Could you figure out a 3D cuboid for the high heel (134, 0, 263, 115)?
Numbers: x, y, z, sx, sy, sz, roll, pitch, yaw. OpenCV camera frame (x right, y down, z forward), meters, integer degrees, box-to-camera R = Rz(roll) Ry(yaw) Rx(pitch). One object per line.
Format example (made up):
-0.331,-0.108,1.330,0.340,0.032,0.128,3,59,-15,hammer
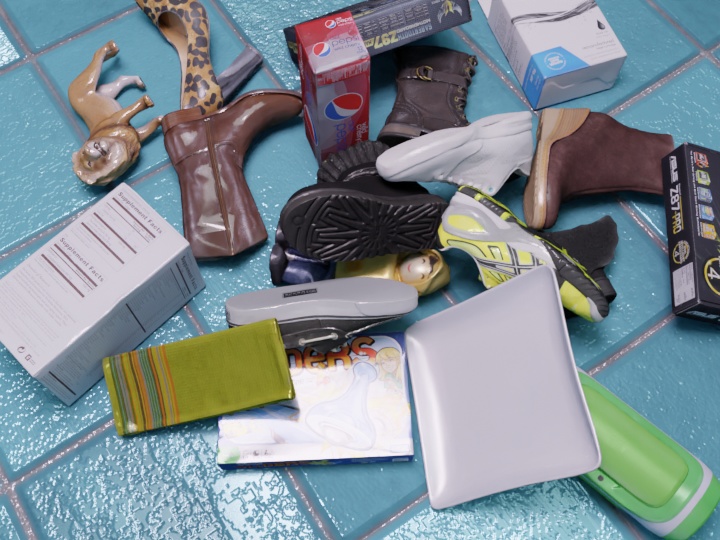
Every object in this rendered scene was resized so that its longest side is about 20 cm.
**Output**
-0.242,-0.278,0.998,0.200,0.071,0.143,34,63,5,high heel

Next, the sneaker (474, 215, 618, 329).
0.207,0.004,0.880,0.200,0.060,0.104,-13,64,-10,sneaker

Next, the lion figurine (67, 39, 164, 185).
-0.318,-0.194,0.972,0.122,0.072,0.200,-34,55,-2,lion figurine

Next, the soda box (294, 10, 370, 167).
-0.029,-0.194,0.891,0.063,0.200,0.070,-18,67,-9,soda box

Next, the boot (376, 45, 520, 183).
0.120,-0.205,0.971,0.200,0.069,0.174,16,61,3,boot

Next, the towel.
-0.168,0.111,0.799,0.200,0.018,0.086,-14,93,14,towel

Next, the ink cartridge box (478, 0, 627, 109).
0.243,-0.320,1.022,0.116,0.068,0.200,-17,66,-8,ink cartridge box

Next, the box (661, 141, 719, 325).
0.422,-0.032,0.878,0.161,0.049,0.200,14,64,-15,box

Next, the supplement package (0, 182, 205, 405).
-0.282,0.025,0.838,0.110,0.114,0.200,41,70,16,supplement package

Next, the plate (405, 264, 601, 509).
0.137,0.120,0.782,0.032,0.200,0.200,15,57,-42,plate

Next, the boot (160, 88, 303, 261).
-0.132,-0.110,0.931,0.186,0.064,0.200,-16,69,-6,boot

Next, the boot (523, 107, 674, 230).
0.282,-0.112,0.913,0.166,0.072,0.200,15,54,5,boot

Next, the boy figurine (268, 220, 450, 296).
0.000,0.000,0.878,0.200,0.064,0.124,10,62,7,boy figurine

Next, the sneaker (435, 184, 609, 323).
0.168,-0.005,0.820,0.200,0.075,0.076,37,105,6,sneaker

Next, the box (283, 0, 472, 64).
0.016,-0.305,0.977,0.200,0.051,0.158,-23,23,-10,box

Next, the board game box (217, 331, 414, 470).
-0.048,0.136,0.829,0.200,0.034,0.135,-3,65,-1,board game box

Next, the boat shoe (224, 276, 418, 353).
-0.038,0.050,0.818,0.200,0.064,0.071,-5,21,4,boat shoe

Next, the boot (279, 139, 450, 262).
-0.017,-0.083,0.855,0.211,0.079,0.158,0,34,-35,boot

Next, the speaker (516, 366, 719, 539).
0.252,0.176,0.784,0.200,0.088,0.088,39,71,16,speaker

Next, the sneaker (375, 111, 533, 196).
0.112,-0.111,0.845,0.200,0.075,0.089,-18,107,-25,sneaker
